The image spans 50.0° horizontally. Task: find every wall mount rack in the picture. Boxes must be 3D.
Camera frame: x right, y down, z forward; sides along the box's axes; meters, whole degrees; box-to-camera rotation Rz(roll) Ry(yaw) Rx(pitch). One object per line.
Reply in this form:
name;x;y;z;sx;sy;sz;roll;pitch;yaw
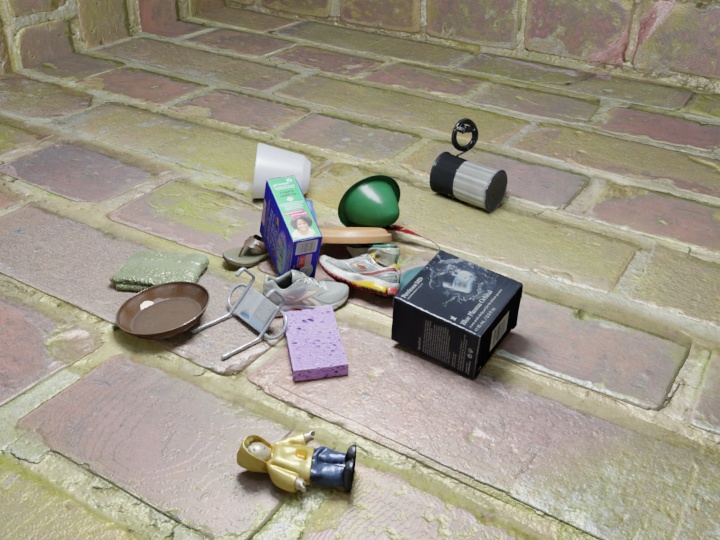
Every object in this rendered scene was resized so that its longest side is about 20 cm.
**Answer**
wall mount rack;-0.249;0.095;1.605;0.199;0.074;0.175;30;83;40

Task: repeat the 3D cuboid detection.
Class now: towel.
towel;-0.462;0.000;1.784;0.197;0.037;0.149;5;33;7

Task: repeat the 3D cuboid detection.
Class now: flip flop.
flip flop;-0.241;-0.060;1.864;0.198;0.058;0.081;-15;35;-25

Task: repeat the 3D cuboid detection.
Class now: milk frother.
milk frother;0.316;-0.293;2.122;0.187;0.203;0.180;24;34;32

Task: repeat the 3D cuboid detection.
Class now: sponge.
sponge;-0.094;0.145;1.567;0.110;0.030;0.201;-5;32;-10

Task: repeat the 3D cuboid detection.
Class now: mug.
mug;-0.216;-0.278;2.143;0.151;0.151;0.188;6;38;-7

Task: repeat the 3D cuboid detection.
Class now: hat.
hat;0.064;-0.121;1.895;0.198;0.167;0.177;-24;48;-7

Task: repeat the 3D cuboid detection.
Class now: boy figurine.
boy figurine;-0.105;0.309;1.273;0.197;0.065;0.125;9;35;6

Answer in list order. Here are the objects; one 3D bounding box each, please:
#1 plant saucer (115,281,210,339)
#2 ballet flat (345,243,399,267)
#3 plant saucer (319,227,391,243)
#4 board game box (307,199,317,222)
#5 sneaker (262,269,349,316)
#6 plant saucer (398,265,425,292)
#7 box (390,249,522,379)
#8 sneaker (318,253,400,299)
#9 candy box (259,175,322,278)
plant saucer;-0.412;0.089;1.625;0.197;0.037;0.201;-5;30;3
ballet flat;0.023;-0.034;1.819;0.067;0.063;0.199;-2;6;-30
plant saucer;-0.022;-0.086;1.859;0.197;0.033;0.200;0;5;0
board game box;-0.167;-0.138;2.014;0.101;0.020;0.201;-4;27;-7
sneaker;-0.118;0.040;1.675;0.197;0.093;0.076;-8;32;-16
plant saucer;0.168;0.040;1.746;0.197;0.028;0.201;1;32;-1
box;0.195;0.083;1.564;0.198;0.119;0.196;23;43;26
sneaker;0.000;0.000;1.735;0.197;0.078;0.083;17;78;15
candy box;-0.161;-0.084;1.754;0.076;0.170;0.201;-11;52;-23
